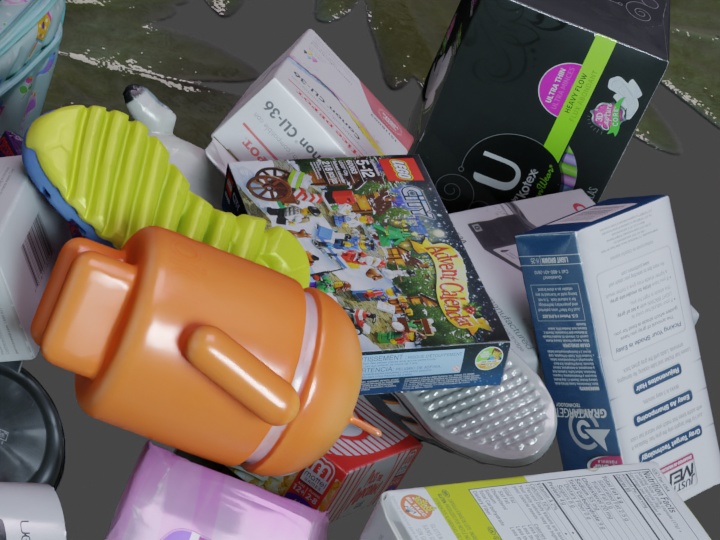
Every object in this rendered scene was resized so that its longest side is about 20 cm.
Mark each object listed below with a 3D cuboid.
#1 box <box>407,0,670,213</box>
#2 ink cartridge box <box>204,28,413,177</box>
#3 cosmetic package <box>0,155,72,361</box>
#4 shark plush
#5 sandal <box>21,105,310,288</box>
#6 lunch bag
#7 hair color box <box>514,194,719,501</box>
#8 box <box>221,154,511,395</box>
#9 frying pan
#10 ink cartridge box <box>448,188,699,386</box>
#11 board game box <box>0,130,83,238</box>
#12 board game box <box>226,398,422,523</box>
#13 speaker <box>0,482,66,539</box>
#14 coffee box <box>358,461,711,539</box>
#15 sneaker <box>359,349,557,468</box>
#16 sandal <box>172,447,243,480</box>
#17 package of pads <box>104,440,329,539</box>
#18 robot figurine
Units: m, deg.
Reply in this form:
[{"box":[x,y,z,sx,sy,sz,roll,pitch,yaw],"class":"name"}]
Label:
[{"box":[0.129,-0.134,1.849,0.148,0.201,0.125,20,36,-6],"class":"box"},{"box":[-0.034,-0.088,1.740,0.117,0.067,0.200,46,19,-8],"class":"ink cartridge box"},{"box":[-0.283,-0.002,1.467,0.199,0.085,0.108,-5,35,17],"class":"cosmetic package"},{"box":[-0.120,-0.059,1.716,0.199,0.083,0.091,16,71,-21],"class":"shark plush"},{"box":[-0.128,-0.024,1.481,0.200,0.087,0.080,39,58,-27],"class":"sandal"},{"box":[-0.266,-0.107,1.621,0.077,0.161,0.200,26,35,3],"class":"lunch bag"},{"box":[0.173,0.059,1.641,0.100,0.201,0.060,-20,11,-41],"class":"hair color box"},{"box":[0.000,0.000,1.582,0.136,0.038,0.200,-4,40,-18],"class":"box"},{"box":[-0.205,0.076,1.481,0.115,0.031,0.190,45,57,-7],"class":"frying pan"},{"box":[0.115,0.029,1.734,0.199,0.084,0.145,-12,49,-40],"class":"ink cartridge box"},{"box":[-0.139,-0.020,1.596,0.199,0.032,0.120,26,18,-29],"class":"board game box"},{"box":[-0.072,0.079,1.550,0.200,0.046,0.151,35,13,14],"class":"board game box"},{"box":[-0.265,0.155,1.361,0.199,0.081,0.081,5,40,-26],"class":"speaker"},{"box":[0.102,0.250,1.347,0.197,0.200,0.200,-4,43,-34],"class":"coffee box"},{"box":[0.048,0.073,1.613,0.199,0.080,0.079,31,73,26],"class":"sneaker"},{"box":[-0.096,0.151,1.483,0.081,0.055,0.200,25,35,0],"class":"sandal"},{"box":[-0.099,0.202,1.359,0.120,0.076,0.201,20,52,0],"class":"package of pads"},{"box":[-0.084,0.048,1.397,0.199,0.144,0.117,21,57,-19],"class":"robot figurine"}]
